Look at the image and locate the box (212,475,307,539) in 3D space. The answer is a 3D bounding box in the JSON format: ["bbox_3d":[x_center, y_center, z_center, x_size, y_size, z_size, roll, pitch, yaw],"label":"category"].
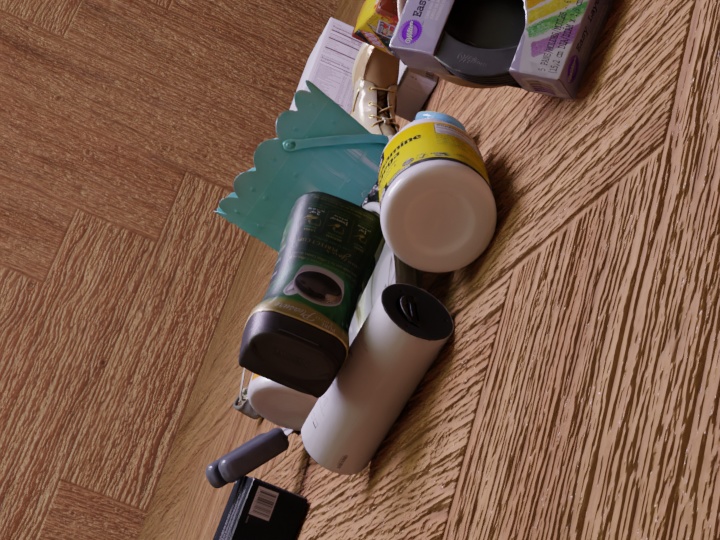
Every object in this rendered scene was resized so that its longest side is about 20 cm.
[{"bbox_3d":[-0.144,0.358,1.544,0.141,0.079,0.201,159,132,-74],"label":"box"}]

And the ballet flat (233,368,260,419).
[{"bbox_3d":[-0.156,0.157,2.103,0.067,0.063,0.201,-97,32,-71],"label":"ballet flat"}]

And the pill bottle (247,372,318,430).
[{"bbox_3d":[-0.065,0.093,1.608,0.116,0.116,0.201,127,163,-54],"label":"pill bottle"}]

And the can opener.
[{"bbox_3d":[-0.126,0.208,1.615,0.053,0.067,0.200,-27,-1,39],"label":"can opener"}]

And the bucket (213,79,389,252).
[{"bbox_3d":[-0.063,-0.109,1.490,0.207,0.135,0.207,-54,6,8],"label":"bucket"}]

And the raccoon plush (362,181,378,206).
[{"bbox_3d":[0.011,-0.114,1.611,0.097,0.134,0.200,-76,13,-48],"label":"raccoon plush"}]

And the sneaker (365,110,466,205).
[{"bbox_3d":[0.066,-0.112,1.495,0.200,0.079,0.131,-38,31,52],"label":"sneaker"}]

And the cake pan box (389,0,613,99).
[{"bbox_3d":[0.140,-0.262,1.162,0.052,0.184,0.201,33,-102,-56],"label":"cake pan box"}]

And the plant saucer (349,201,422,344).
[{"bbox_3d":[0.026,0.027,1.368,0.200,0.050,0.201,-177,90,-71],"label":"plant saucer"}]

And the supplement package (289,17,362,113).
[{"bbox_3d":[-0.035,-0.306,2.243,0.152,0.150,0.201,132,159,-63],"label":"supplement package"}]

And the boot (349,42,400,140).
[{"bbox_3d":[0.032,-0.220,1.785,0.156,0.072,0.201,-119,39,-57],"label":"boot"}]

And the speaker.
[{"bbox_3d":[0.014,0.109,1.254,0.081,0.081,0.200,-82,18,-56],"label":"speaker"}]

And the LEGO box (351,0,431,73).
[{"bbox_3d":[0.084,-0.333,1.677,0.200,0.148,0.077,180,113,-80],"label":"LEGO box"}]

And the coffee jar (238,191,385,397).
[{"bbox_3d":[-0.047,0.024,1.249,0.085,0.104,0.200,118,174,-53],"label":"coffee jar"}]

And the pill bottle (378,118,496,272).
[{"bbox_3d":[0.074,-0.085,1.279,0.200,0.112,0.113,-91,26,-67],"label":"pill bottle"}]

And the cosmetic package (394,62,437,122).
[{"bbox_3d":[0.086,-0.320,1.920,0.200,0.050,0.083,-79,14,-47],"label":"cosmetic package"}]

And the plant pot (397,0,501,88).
[{"bbox_3d":[0.144,-0.263,1.242,0.093,0.200,0.202,32,-102,-59],"label":"plant pot"}]
